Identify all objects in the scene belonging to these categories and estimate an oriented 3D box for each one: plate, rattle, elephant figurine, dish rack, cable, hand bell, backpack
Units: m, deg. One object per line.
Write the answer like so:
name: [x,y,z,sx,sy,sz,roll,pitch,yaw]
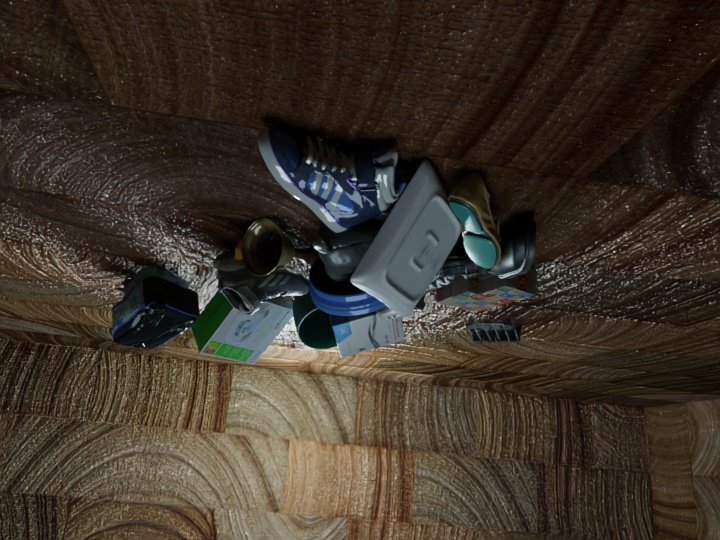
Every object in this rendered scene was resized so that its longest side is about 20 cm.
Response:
plate: [0.088,-0.035,0.873,0.032,0.202,0.199,31,178,32]
rattle: [-0.206,-0.026,1.237,0.129,0.146,0.198,31,-163,34]
elephant figurine: [0.035,-0.056,0.934,0.194,0.158,0.143,-2,140,7]
dish rack: [0.368,0.159,1.611,0.149,0.056,0.200,-3,159,19]
cable: [-0.561,0.061,1.563,0.196,0.052,0.096,17,154,-31]
hand bell: [-0.129,-0.033,1.136,0.102,0.107,0.198,-6,171,31]
backpack: [-0.524,0.101,1.464,0.198,0.149,0.182,-34,146,21]

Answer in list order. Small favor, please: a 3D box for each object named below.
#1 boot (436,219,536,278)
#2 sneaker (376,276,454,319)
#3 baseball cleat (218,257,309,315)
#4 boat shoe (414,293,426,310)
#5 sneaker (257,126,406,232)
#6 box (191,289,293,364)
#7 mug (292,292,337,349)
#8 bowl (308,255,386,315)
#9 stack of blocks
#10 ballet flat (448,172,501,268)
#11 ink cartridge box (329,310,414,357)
boot: [0.211,-0.032,1.017,0.153,0.082,0.212,6,163,-2]
sneaker: [0.098,0.025,1.180,0.199,0.076,0.080,-40,131,24]
baseball cleat: [-0.185,0.042,1.120,0.196,0.109,0.070,14,146,-30]
boat shoe: [0.067,0.078,1.416,0.195,0.068,0.070,-2,161,21]
sneaker: [-0.024,-0.146,0.774,0.144,0.082,0.200,-27,132,22]
box: [-0.289,0.119,1.439,0.175,0.097,0.201,24,114,-45]
mug: [-0.074,0.095,1.393,0.180,0.116,0.154,2,130,-23]
bowl: [0.000,0.000,1.024,0.196,0.202,0.040,-3,126,22]
stack of blocks: [0.264,0.033,1.236,0.113,0.060,0.199,14,160,-26]
ballet flat: [0.188,-0.074,0.888,0.068,0.064,0.201,22,162,31]
ink cartridge box: [0.034,0.114,1.315,0.195,0.067,0.117,-15,134,-2]
